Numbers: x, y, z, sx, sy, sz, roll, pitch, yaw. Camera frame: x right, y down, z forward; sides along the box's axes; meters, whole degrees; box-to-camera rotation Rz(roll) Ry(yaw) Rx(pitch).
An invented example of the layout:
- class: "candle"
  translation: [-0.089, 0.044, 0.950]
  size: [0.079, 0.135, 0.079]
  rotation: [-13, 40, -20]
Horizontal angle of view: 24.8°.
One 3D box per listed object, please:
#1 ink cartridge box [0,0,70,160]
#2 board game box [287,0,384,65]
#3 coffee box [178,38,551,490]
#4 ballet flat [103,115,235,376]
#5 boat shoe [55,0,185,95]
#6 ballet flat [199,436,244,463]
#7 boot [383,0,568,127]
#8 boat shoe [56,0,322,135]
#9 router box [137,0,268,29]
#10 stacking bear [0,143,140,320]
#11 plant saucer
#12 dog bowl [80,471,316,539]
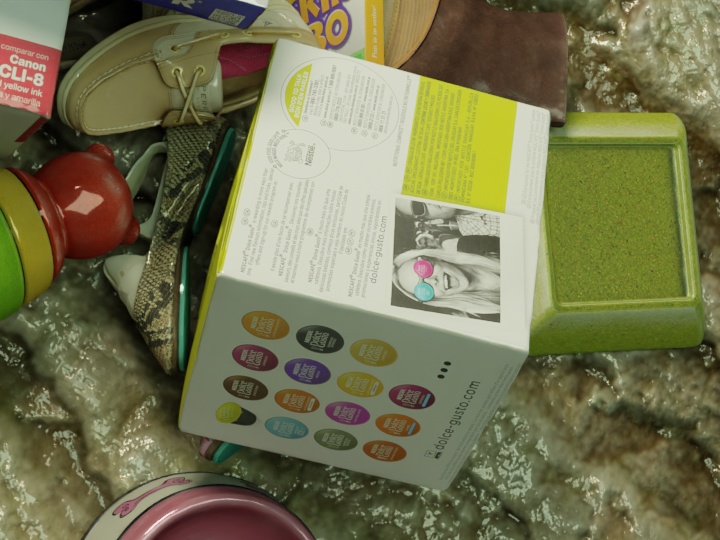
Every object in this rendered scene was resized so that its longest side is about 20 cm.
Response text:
- class: "ink cartridge box"
  translation: [-0.264, -0.193, 1.046]
  size: [0.144, 0.145, 0.201]
  rotation: [12, 78, -22]
- class: "board game box"
  translation: [-0.024, -0.164, 1.223]
  size: [0.030, 0.095, 0.201]
  rotation: [12, 75, -48]
- class: "coffee box"
  translation: [0.000, 0.000, 1.099]
  size: [0.197, 0.200, 0.200]
  rotation: [14, 54, -6]
- class: "ballet flat"
  translation: [-0.143, -0.024, 1.176]
  size: [0.075, 0.068, 0.201]
  rotation: [10, 72, 0]
- class: "boat shoe"
  translation: [-0.154, -0.185, 1.187]
  size: [0.200, 0.065, 0.072]
  rotation: [-25, 93, -24]
- class: "ballet flat"
  translation: [-0.051, 0.066, 1.200]
  size: [0.200, 0.069, 0.071]
  rotation: [-31, 77, -28]
- class: "boot"
  translation: [0.080, -0.125, 1.262]
  size: [0.166, 0.072, 0.201]
  rotation: [8, 71, -9]
- class: "boat shoe"
  translation: [-0.115, -0.140, 1.159]
  size: [0.200, 0.069, 0.074]
  rotation: [-25, 137, -25]
- class: "router box"
  translation: [-0.141, -0.261, 0.995]
  size: [0.199, 0.049, 0.180]
  rotation: [13, 78, -18]
- class: "stacking bear"
  translation: [-0.247, -0.021, 1.104]
  size: [0.200, 0.114, 0.122]
  rotation: [-25, 92, -28]
- class: "plant saucer"
  translation: [0.197, -0.035, 1.325]
  size: [0.199, 0.048, 0.201]
  rotation: [-2, 83, -23]
- class: "dog bowl"
  translation: [-0.104, 0.239, 1.141]
  size: [0.200, 0.074, 0.201]
  rotation: [4, 80, -23]
